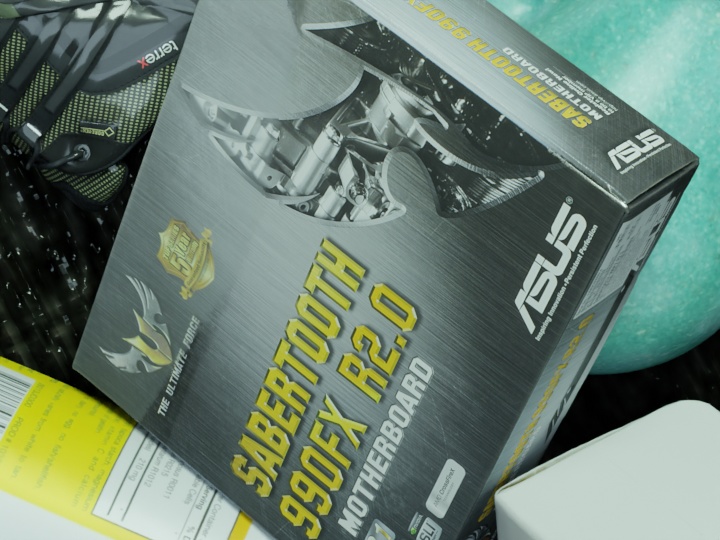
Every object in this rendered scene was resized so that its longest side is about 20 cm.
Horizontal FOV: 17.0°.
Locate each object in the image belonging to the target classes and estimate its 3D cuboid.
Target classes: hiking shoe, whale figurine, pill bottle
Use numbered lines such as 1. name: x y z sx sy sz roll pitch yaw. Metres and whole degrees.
1. hiking shoe: -0.115 -0.069 0.837 0.199 0.076 0.101 -2 99 5
2. whale figurine: 0.100 -0.057 0.804 0.159 0.104 0.200 36 101 -2
3. pill bottle: -0.084 0.106 0.858 0.200 0.104 0.104 23 104 0

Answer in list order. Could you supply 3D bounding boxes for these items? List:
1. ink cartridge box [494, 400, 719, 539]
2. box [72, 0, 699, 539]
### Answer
1. ink cartridge box: 0.118 0.164 0.773 0.083 0.146 0.200 -23 126 -23
2. box: 0.000 0.000 0.778 0.158 0.048 0.200 38 129 17
